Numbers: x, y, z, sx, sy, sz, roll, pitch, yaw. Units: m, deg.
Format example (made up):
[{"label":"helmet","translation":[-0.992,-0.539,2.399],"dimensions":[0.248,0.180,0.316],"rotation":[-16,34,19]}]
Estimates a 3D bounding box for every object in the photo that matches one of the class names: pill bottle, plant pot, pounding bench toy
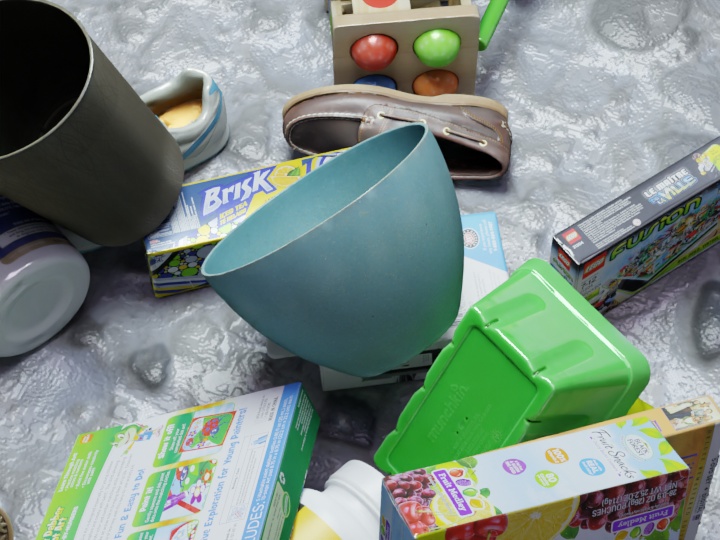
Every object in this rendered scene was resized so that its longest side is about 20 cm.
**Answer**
[{"label":"pill bottle","translation":[-0.051,0.232,1.362],"dimensions":[0.200,0.113,0.112],"rotation":[-40,65,-23]},{"label":"plant pot","translation":[0.000,0.000,1.406],"dimensions":[0.200,0.200,0.135],"rotation":[-38,104,-21]},{"label":"pill bottle","translation":[-0.321,-0.033,1.540],"dimensions":[0.111,0.111,0.200],"rotation":[-35,63,-20]},{"label":"pounding bench toy","translation":[0.071,-0.228,1.654],"dimensions":[0.200,0.124,0.156],"rotation":[-5,57,-3]}]

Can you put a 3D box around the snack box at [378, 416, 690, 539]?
[{"label":"snack box","translation":[0.113,0.200,1.270],"dimensions":[0.200,0.169,0.068],"rotation":[-10,36,-18]}]

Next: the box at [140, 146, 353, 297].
[{"label":"box","translation":[-0.084,-0.042,1.566],"dimensions":[0.200,0.070,0.064],"rotation":[-13,58,-7]}]

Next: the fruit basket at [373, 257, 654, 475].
[{"label":"fruit basket","translation":[0.139,0.109,1.418],"dimensions":[0.215,0.216,0.156],"rotation":[-34,63,-20]}]

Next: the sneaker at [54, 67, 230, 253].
[{"label":"sneaker","translation":[-0.198,-0.097,1.599],"dimensions":[0.076,0.081,0.200],"rotation":[38,67,21]}]

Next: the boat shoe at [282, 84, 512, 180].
[{"label":"boat shoe","translation":[0.031,-0.114,1.611],"dimensions":[0.200,0.070,0.070],"rotation":[1,53,1]}]

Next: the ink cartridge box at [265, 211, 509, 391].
[{"label":"ink cartridge box","translation":[0.019,0.027,1.521],"dimensions":[0.200,0.068,0.116],"rotation":[-6,59,-4]}]

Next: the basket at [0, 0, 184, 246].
[{"label":"basket","translation":[-0.232,-0.106,1.459],"dimensions":[0.180,0.200,0.136],"rotation":[-1,69,26]}]

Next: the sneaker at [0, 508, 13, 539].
[{"label":"sneaker","translation":[-0.286,0.261,1.366],"dimensions":[0.067,0.090,0.201],"rotation":[6,91,-16]}]

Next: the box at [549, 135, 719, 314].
[{"label":"box","translation":[0.240,-0.034,1.533],"dimensions":[0.200,0.110,0.035],"rotation":[-31,62,-17]}]

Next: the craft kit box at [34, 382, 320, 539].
[{"label":"craft kit box","translation":[-0.140,0.177,1.360],"dimensions":[0.197,0.049,0.200],"rotation":[-11,33,19]}]

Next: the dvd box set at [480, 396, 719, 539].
[{"label":"dvd box set","translation":[0.159,0.171,1.355],"dimensions":[0.200,0.146,0.029],"rotation":[-12,45,-19]}]
